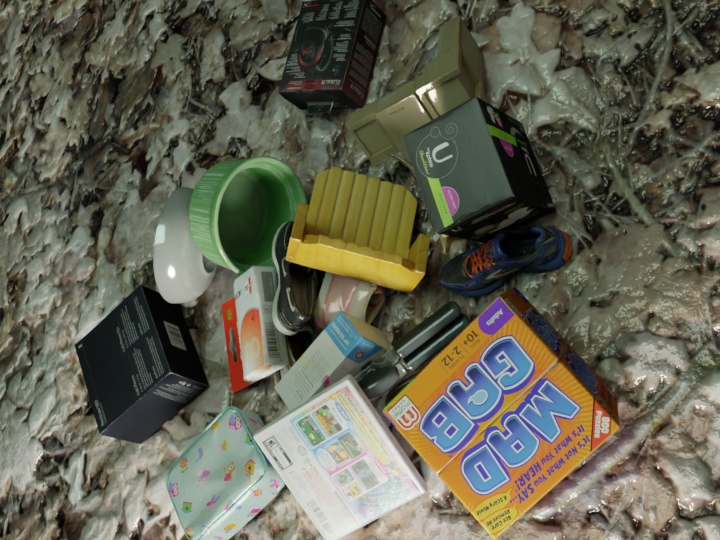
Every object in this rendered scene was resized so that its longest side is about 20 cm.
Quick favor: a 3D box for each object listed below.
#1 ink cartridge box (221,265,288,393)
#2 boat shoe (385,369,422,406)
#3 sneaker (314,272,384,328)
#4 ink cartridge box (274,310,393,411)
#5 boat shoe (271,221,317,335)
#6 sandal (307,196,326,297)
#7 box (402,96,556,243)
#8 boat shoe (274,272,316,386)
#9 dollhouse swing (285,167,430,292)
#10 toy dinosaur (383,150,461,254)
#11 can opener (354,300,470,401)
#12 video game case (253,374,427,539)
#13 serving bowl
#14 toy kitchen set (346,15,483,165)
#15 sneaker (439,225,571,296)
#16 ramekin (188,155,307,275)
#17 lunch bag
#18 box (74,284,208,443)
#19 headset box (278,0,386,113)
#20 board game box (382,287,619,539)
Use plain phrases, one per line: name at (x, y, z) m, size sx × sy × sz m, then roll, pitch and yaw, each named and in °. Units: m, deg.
ink cartridge box at (-0.192, 0.099, 1.546) m, size 0.199 × 0.050 × 0.165 m, roll -30°, pitch 64°, yaw 48°
boat shoe at (0.113, 0.161, 1.353) m, size 0.200 × 0.075 × 0.076 m, roll -24°, pitch 60°, yaw 26°
sneaker at (0.000, 0.000, 1.499) m, size 0.103 × 0.075 × 0.203 m, roll 6°, pitch 71°, yaw 24°
ink cartridge box at (-0.047, 0.168, 1.435) m, size 0.200 × 0.115 × 0.068 m, roll -49°, pitch 52°, yaw 9°
boat shoe at (-0.100, 0.002, 1.490) m, size 0.060 × 0.073 × 0.202 m, roll -35°, pitch 40°, yaw 42°
sandal at (-0.059, -0.035, 1.562) m, size 0.080 × 0.053 × 0.204 m, roll -9°, pitch 82°, yaw 56°
box at (0.169, -0.134, 1.328) m, size 0.123 × 0.199 × 0.151 m, roll -25°, pitch 77°, yaw 24°
boat shoe at (-0.103, 0.095, 1.522) m, size 0.068 × 0.074 × 0.203 m, roll -24°, pitch 69°, yaw 49°
dollhouse swing at (0.006, -0.083, 1.415) m, size 0.197 × 0.182 × 0.178 m, roll 15°, pitch 75°, yaw -4°
toy dinosaur at (0.113, -0.109, 1.436) m, size 0.058 × 0.101 × 0.202 m, roll -34°, pitch 60°, yaw 14°
can opener at (0.075, 0.126, 1.384) m, size 0.199 × 0.053 × 0.067 m, roll -39°, pitch 26°, yaw 1°
video game case at (-0.030, 0.275, 1.367) m, size 0.181 × 0.024 × 0.201 m, roll -32°, pitch 97°, yaw 20°
serving bowl at (-0.287, -0.040, 1.645) m, size 0.065 × 0.200 × 0.203 m, roll 7°, pitch 75°, yaw 13°
toy kitchen set at (0.111, -0.252, 1.508) m, size 0.198 × 0.164 × 0.182 m, roll -24°, pitch 33°, yaw 25°
sneaker at (0.198, -0.023, 1.362) m, size 0.198 × 0.078 × 0.076 m, roll -23°, pitch 60°, yaw 26°
ramekin at (-0.192, -0.092, 1.590) m, size 0.097 × 0.199 × 0.203 m, roll 11°, pitch 78°, yaw 44°
lunch bag at (-0.215, 0.323, 1.519) m, size 0.200 × 0.077 × 0.161 m, roll -45°, pitch 52°, yaw 12°
box at (-0.390, 0.167, 1.682) m, size 0.181 × 0.104 × 0.201 m, roll -38°, pitch 55°, yaw 16°
headset box at (-0.053, -0.372, 1.670) m, size 0.147 × 0.075 × 0.203 m, roll 5°, pitch 75°, yaw 36°
board game box at (0.181, 0.166, 1.183) m, size 0.200 × 0.200 × 0.200 m, roll -45°, pitch 82°, yaw 12°
